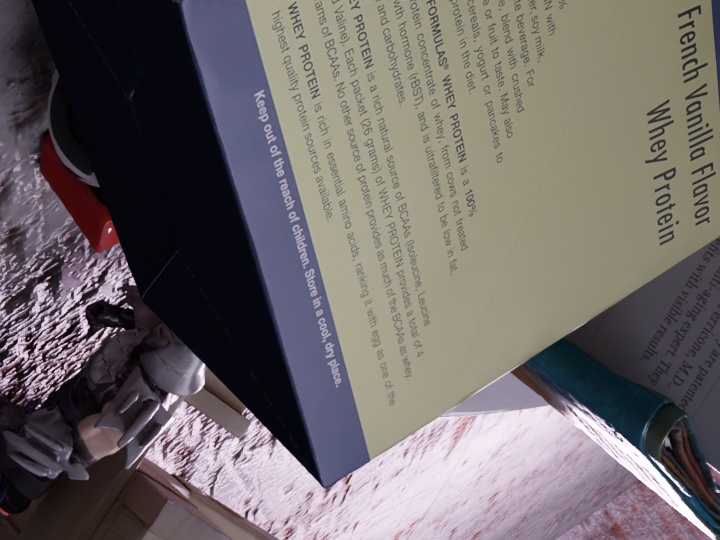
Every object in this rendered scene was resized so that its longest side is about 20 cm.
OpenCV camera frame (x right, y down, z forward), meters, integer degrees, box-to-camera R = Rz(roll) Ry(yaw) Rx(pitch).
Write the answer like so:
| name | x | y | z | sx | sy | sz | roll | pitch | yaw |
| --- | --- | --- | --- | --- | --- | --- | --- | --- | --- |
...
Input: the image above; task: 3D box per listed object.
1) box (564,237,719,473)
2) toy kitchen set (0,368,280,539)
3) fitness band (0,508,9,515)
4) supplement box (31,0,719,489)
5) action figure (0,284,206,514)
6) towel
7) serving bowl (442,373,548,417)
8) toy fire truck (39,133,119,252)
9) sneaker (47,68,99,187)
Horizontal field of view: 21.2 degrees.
| name | x | y | z | sx | sy | sz | roll | pitch | yaw |
| --- | --- | --- | --- | --- | --- | --- | --- | --- | --- |
| box | 0.197 | -0.047 | 0.816 | 0.199 | 0.131 | 0.201 | -31 | 153 | -50 |
| toy kitchen set | -0.064 | 0.132 | 1.011 | 0.164 | 0.180 | 0.200 | -57 | -157 | -5 |
| fitness band | -0.213 | 0.161 | 1.141 | 0.199 | 0.037 | 0.144 | -24 | 159 | -40 |
| supplement box | 0.015 | -0.078 | 0.643 | 0.199 | 0.134 | 0.201 | -31 | 133 | -18 |
| action figure | -0.140 | 0.066 | 0.917 | 0.200 | 0.070 | 0.130 | -31 | -175 | 35 |
| towel | 0.064 | 0.026 | 0.781 | 0.022 | 0.200 | 0.147 | -49 | 151 | -3 |
| serving bowl | 0.093 | 0.032 | 1.100 | 0.199 | 0.066 | 0.200 | -7 | 165 | -2 |
| toy fire truck | -0.047 | -0.054 | 0.868 | 0.199 | 0.049 | 0.141 | -31 | 161 | -22 |
| sneaker | -0.038 | -0.097 | 0.757 | 0.200 | 0.074 | 0.079 | -32 | -178 | -16 |
